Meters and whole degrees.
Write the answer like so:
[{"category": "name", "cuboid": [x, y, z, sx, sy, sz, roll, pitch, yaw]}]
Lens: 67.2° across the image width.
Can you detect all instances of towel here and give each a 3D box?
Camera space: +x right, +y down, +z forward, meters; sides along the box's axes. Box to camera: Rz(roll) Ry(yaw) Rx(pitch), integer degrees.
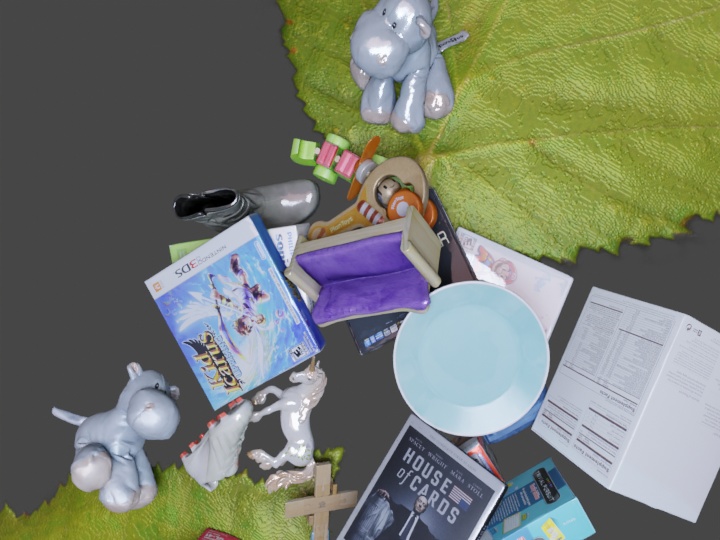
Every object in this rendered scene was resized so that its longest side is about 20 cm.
[{"category": "towel", "cuboid": [0.168, 0.126, 0.722, 0.110, 0.049, 0.203, -30, 100, 12]}]

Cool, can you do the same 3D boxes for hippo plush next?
[{"category": "hippo plush", "cuboid": [-0.336, 0.243, 0.823, 0.161, 0.161, 0.198, -45, 39, -12]}, {"category": "hippo plush", "cuboid": [0.069, -0.292, 0.735, 0.198, 0.161, 0.161, -37, 83, 6]}]

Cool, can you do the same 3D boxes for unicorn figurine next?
[{"category": "unicorn figurine", "cuboid": [-0.106, 0.218, 0.806, 0.132, 0.074, 0.208, -9, 102, 8]}]

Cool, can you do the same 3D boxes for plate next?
[{"category": "plate", "cuboid": [0.137, 0.110, 0.683, 0.192, 0.026, 0.208, 1, 105, 5]}]

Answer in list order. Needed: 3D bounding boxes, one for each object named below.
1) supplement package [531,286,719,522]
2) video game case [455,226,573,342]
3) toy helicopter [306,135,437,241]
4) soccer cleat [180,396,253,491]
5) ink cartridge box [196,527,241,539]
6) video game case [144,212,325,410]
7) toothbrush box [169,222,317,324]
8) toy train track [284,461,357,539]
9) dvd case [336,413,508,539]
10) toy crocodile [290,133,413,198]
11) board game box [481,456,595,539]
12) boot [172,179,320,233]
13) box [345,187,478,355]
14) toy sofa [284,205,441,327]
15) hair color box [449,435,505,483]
[{"category": "supplement package", "cuboid": [0.342, 0.155, 0.663, 0.148, 0.150, 0.206, 23, 92, -19]}, {"category": "video game case", "cuboid": [0.184, 0.068, 0.781, 0.177, 0.024, 0.206, 24, 92, 9]}, {"category": "toy helicopter", "cuboid": [0.002, -0.089, 0.745, 0.196, 0.078, 0.136, -27, 78, 24]}, {"category": "soccer cleat", "cuboid": [-0.196, 0.254, 0.790, 0.078, 0.069, 0.200, 46, 126, 4]}, {"category": "ink cartridge box", "cuboid": [-0.235, 0.480, 0.746, 0.083, 0.200, 0.153, 17, 90, 9]}, {"category": "video game case", "cuboid": [-0.170, 0.058, 0.740, 0.177, 0.045, 0.205, -28, 94, 12]}, {"category": "toothbrush box", "cuboid": [-0.165, 0.019, 0.799, 0.192, 0.086, 0.152, -8, 96, 10]}, {"category": "toy train track", "cuboid": [-0.063, 0.382, 0.804, 0.111, 0.032, 0.208, 1, 95, -23]}, {"category": "dvd case", "cuboid": [0.069, 0.307, 0.668, 0.148, 0.025, 0.203, 29, 83, 33]}, {"category": "toy crocodile", "cuboid": [-0.011, -0.150, 0.801, 0.195, 0.062, 0.069, 26, 92, 9]}, {"category": "board game box", "cuboid": [0.189, 0.336, 0.706, 0.196, 0.151, 0.048, -33, 84, 7]}, {"category": "boot", "cuboid": [-0.161, -0.094, 0.789, 0.193, 0.131, 0.070, -12, 87, 9]}, {"category": "box", "cuboid": [0.056, 0.003, 0.779, 0.195, 0.043, 0.165, -27, 79, 13]}, {"category": "toy sofa", "cuboid": [0.000, 0.000, 0.685, 0.195, 0.083, 0.100, -10, 52, 35]}, {"category": "hair color box", "cuboid": [0.097, 0.305, 0.743, 0.198, 0.111, 0.065, -37, 83, 5]}]
